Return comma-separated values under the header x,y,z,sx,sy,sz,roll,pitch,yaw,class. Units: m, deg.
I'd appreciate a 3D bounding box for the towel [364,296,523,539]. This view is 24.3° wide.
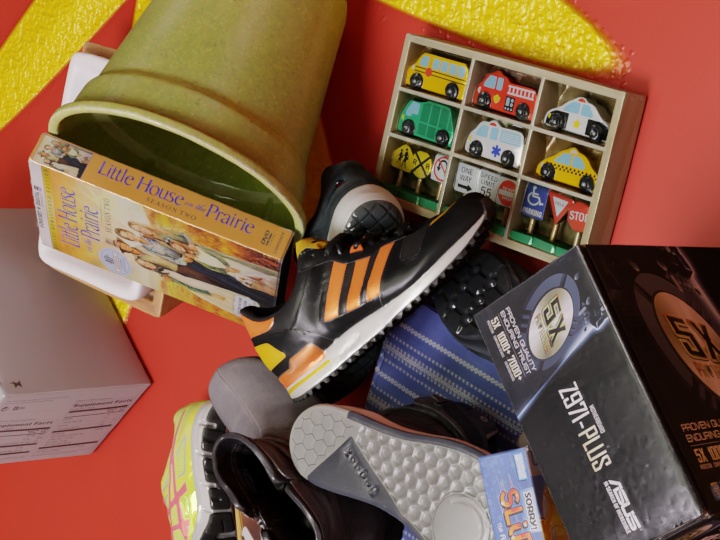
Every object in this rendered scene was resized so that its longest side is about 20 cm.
x,y,z,sx,sy,sz,roll,pitch,yaw,class
0.058,0.128,1.215,0.145,0.024,0.200,31,112,37,towel

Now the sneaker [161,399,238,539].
x,y,z,sx,sy,sz,roll,pitch,yaw,class
-0.124,0.198,1.353,0.090,0.078,0.200,7,91,54,sneaker

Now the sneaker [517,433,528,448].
x,y,z,sx,sy,sz,roll,pitch,yaw,class
0.141,0.196,1.106,0.088,0.074,0.200,-13,75,48,sneaker

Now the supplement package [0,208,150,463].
x,y,z,sx,sy,sz,roll,pitch,yaw,class
-0.306,0.055,1.456,0.111,0.156,0.200,-47,60,33,supplement package

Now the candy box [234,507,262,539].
x,y,z,sx,sy,sz,roll,pitch,yaw,class
-0.041,0.224,1.251,0.117,0.056,0.200,-28,62,52,candy box

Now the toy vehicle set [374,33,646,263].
x,y,z,sx,sy,sz,roll,pitch,yaw,class
0.098,-0.085,1.168,0.200,0.026,0.124,22,105,41,toy vehicle set

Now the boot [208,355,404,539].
x,y,z,sx,sy,sz,roll,pitch,yaw,class
-0.061,0.122,1.150,0.200,0.132,0.070,42,102,30,boot

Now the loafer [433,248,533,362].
x,y,z,sx,sy,sz,roll,pitch,yaw,class
0.117,0.043,1.125,0.068,0.070,0.201,-57,36,2,loafer

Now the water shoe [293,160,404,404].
x,y,z,sx,sy,sz,roll,pitch,yaw,class
-0.016,0.012,1.248,0.079,0.071,0.200,61,139,48,water shoe

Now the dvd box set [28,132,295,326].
x,y,z,sx,sy,sz,roll,pitch,yaw,class
-0.150,-0.024,1.259,0.146,0.200,0.029,106,-173,-65,dvd box set

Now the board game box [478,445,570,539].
x,y,z,sx,sy,sz,roll,pitch,yaw,class
0.151,0.168,1.002,0.034,0.200,0.136,-18,79,36,board game box

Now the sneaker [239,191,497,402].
x,y,z,sx,sy,sz,roll,pitch,yaw,class
0.000,0.000,1.143,0.200,0.070,0.090,-43,85,19,sneaker

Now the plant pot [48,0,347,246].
x,y,z,sx,sy,sz,roll,pitch,yaw,class
-0.101,-0.142,1.236,0.200,0.200,0.184,3,63,43,plant pot

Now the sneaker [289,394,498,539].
x,y,z,sx,sy,sz,roll,pitch,yaw,class
0.073,0.139,1.091,0.202,0.146,0.077,25,99,37,sneaker

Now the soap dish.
x,y,z,sx,sy,sz,roll,pitch,yaw,class
-0.187,-0.079,1.395,0.157,0.081,0.200,21,104,41,soap dish

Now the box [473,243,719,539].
x,y,z,sx,sy,sz,roll,pitch,yaw,class
0.184,0.075,0.971,0.086,0.200,0.164,-37,66,35,box
